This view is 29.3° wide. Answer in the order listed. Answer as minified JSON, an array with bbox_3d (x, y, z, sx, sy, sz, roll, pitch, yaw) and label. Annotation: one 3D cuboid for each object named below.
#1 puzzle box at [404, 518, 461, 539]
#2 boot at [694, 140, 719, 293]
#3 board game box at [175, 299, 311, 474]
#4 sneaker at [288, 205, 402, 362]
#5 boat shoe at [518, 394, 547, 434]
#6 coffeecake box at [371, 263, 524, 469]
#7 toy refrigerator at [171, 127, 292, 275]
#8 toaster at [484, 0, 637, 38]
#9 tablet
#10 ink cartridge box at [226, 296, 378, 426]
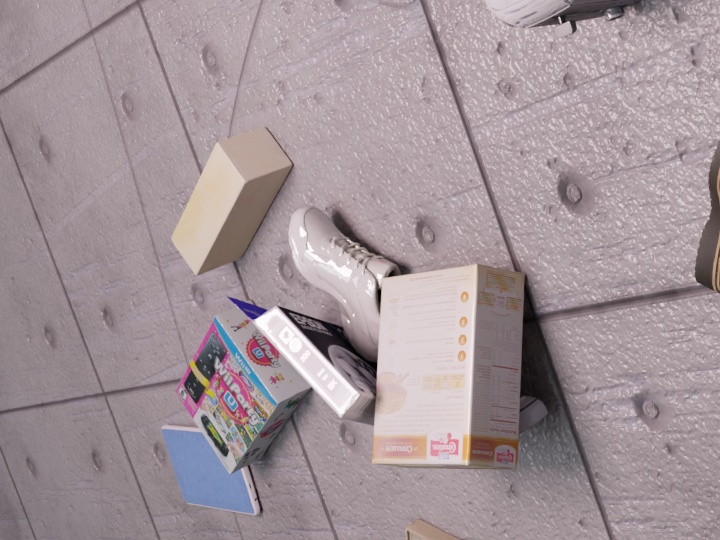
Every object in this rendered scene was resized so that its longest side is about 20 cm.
[{"bbox_3d":[0.113,0.410,1.662,0.133,0.025,0.200,18,122,45],"label":"puzzle box"},{"bbox_3d":[0.354,-0.045,1.104,0.138,0.077,0.200,30,143,33],"label":"boot"},{"bbox_3d":[-0.160,0.157,1.830,0.148,0.064,0.200,53,140,17],"label":"board game box"},{"bbox_3d":[0.000,0.000,1.557,0.200,0.078,0.099,53,135,3],"label":"sneaker"},{"bbox_3d":[0.119,0.156,1.480,0.200,0.073,0.067,-30,89,53],"label":"boat shoe"},{"bbox_3d":[0.090,0.103,1.425,0.153,0.073,0.200,-9,74,51],"label":"coffeecake box"},{"bbox_3d":[-0.163,-0.085,1.696,0.070,0.076,0.200,54,142,16],"label":"toy refrigerator"},{"bbox_3d":[0.157,-0.297,1.153,0.114,0.129,0.200,-16,95,52],"label":"toaster"},{"bbox_3d":[-0.220,0.289,2.013,0.200,0.014,0.130,-4,106,52],"label":"tablet"},{"bbox_3d":[-0.035,0.096,1.556,0.200,0.198,0.043,44,98,24],"label":"ink cartridge box"}]
